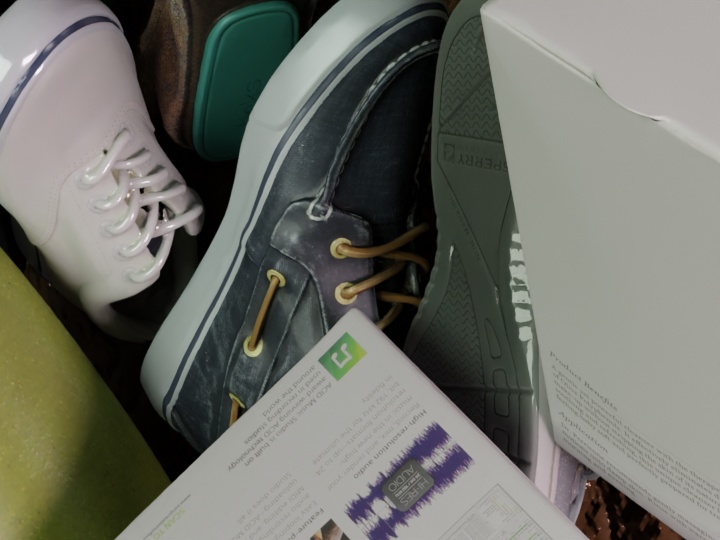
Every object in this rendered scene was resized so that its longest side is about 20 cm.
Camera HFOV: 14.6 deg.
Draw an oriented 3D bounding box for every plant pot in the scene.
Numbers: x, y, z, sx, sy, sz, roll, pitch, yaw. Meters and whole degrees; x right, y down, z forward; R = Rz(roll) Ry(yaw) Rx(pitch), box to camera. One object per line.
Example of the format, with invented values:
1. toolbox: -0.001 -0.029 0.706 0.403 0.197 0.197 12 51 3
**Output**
1. plant pot: -0.165 0.059 0.977 0.187 0.187 0.201 -5 112 40

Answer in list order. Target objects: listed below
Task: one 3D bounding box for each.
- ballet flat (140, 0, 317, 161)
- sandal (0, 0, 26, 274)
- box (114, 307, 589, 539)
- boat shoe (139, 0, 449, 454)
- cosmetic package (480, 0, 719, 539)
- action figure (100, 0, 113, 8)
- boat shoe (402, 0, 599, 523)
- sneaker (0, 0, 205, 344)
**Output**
1. ballet flat: -0.042 -0.114 0.933 0.067 0.068 0.200 66 153 25
2. sandal: -0.149 -0.059 0.999 0.201 0.048 0.076 91 -177 -52
3. box: 0.005 0.118 0.834 0.144 0.036 0.200 -43 46 -2
4. boat shoe: 0.000 0.000 0.950 0.091 0.071 0.201 46 129 25
5. cosmetic package: 0.106 -0.006 0.776 0.108 0.085 0.200 37 155 30
6. action figure: -0.099 -0.151 1.000 0.118 0.054 0.201 -98 13 -63
7. boat shoe: 0.059 0.009 0.902 0.074 0.065 0.203 16 107 55
8. sneaker: -0.086 -0.033 0.965 0.071 0.200 0.073 37 78 15
